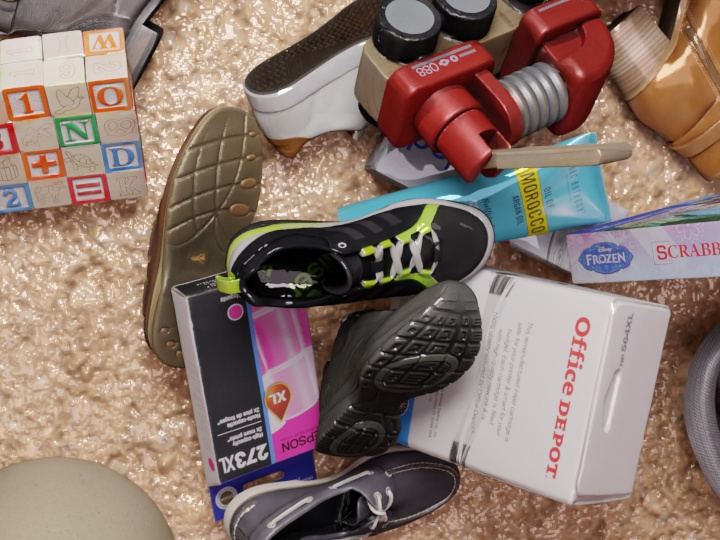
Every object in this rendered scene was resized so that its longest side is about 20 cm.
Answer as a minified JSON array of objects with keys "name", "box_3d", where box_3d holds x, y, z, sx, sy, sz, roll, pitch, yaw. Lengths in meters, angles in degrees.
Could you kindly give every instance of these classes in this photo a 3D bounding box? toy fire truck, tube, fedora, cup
[{"name":"toy fire truck","box_3d":[0.118,-0.122,0.849,0.176,0.129,0.200,-25,64,-25]},{"name":"tube","box_3d":[0.084,-0.046,0.913,0.200,0.050,0.078,-14,128,5]},{"name":"fedora","box_3d":[0.344,0.120,1.007,0.177,0.090,0.200,-34,92,-6]},{"name":"cup","box_3d":[-0.235,0.253,0.904,0.200,0.143,0.201,-1,95,-8]}]

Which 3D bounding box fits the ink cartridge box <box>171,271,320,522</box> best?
[{"name":"ink cartridge box","box_3d":[-0.080,0.095,0.934,0.095,0.037,0.200,-17,114,-26]}]

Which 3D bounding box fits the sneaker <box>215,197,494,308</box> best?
[{"name":"sneaker","box_3d":[0.000,0.000,0.854,0.200,0.083,0.072,-9,111,-4]}]

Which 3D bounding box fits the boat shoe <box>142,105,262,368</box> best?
[{"name":"boat shoe","box_3d":[-0.130,-0.029,0.930,0.072,0.068,0.200,10,98,-33]}]

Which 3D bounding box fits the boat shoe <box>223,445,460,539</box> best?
[{"name":"boat shoe","box_3d":[-0.004,0.191,0.956,0.200,0.063,0.073,-9,111,-22]}]

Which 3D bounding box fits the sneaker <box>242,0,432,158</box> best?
[{"name":"sneaker","box_3d":[0.005,-0.157,0.956,0.200,0.073,0.085,-30,132,-13]}]

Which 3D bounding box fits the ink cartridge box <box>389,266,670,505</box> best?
[{"name":"ink cartridge box","box_3d":[0.114,0.076,0.910,0.084,0.200,0.146,8,94,-47]}]

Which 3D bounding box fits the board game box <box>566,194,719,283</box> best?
[{"name":"board game box","box_3d":[0.291,-0.031,0.894,0.200,0.199,0.041,-15,97,-41]}]

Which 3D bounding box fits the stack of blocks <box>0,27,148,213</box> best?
[{"name":"stack of blocks","box_3d":[-0.261,-0.102,0.882,0.200,0.059,0.115,-8,138,-7]}]

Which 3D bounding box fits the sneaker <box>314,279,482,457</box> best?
[{"name":"sneaker","box_3d":[0.017,0.057,0.883,0.076,0.200,0.091,13,50,-27]}]

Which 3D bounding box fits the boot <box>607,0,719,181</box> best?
[{"name":"boot","box_3d":[0.303,-0.184,0.981,0.200,0.077,0.155,-43,98,-1]}]

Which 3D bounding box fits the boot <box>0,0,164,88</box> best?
[{"name":"boot","box_3d":[-0.214,-0.243,0.904,0.174,0.069,0.200,25,93,-10]}]

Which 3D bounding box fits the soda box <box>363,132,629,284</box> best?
[{"name":"soda box","box_3d":[0.107,-0.064,0.969,0.200,0.063,0.068,27,91,-10]}]
